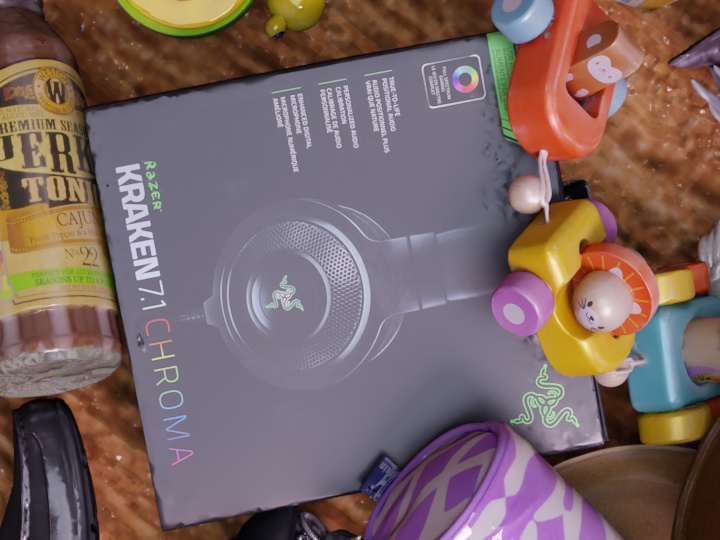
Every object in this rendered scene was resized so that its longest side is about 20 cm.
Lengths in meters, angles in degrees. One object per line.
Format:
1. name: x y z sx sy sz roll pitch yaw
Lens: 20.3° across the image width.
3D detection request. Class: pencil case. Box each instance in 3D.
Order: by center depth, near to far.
1. pencil case: 0.086 0.146 0.780 0.200 0.084 0.086 43 68 -13

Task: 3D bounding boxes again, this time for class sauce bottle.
1. sauce bottle: -0.142 -0.052 0.827 0.064 0.065 0.202 -12 76 -1

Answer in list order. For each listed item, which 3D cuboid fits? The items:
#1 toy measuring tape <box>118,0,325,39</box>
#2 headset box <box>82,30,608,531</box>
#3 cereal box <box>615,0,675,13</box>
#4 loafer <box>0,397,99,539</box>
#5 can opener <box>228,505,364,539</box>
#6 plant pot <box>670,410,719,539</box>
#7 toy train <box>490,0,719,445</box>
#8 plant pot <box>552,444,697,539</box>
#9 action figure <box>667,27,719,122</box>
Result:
1. toy measuring tape: -0.105 -0.151 0.841 0.199 0.074 0.074 32 92 -3
2. headset box: 0.000 0.000 0.840 0.198 0.093 0.176 -10 94 -2
3. cereal box: 0.042 -0.156 0.808 0.198 0.144 0.040 19 93 -4
4. loafer: -0.146 0.155 0.856 0.070 0.068 0.203 1 97 -10
5. can opener: -0.023 0.155 0.800 0.063 0.200 0.079 34 101 -19
6. plant pot: 0.227 0.120 0.772 0.198 0.186 0.188 22 92 -11
7. toy train: 0.117 -0.020 0.796 0.200 0.055 0.151 43 54 -38
8. plant pot: 0.114 0.173 0.848 0.198 0.027 0.202 0 92 -14
9. action figure: 0.214 -0.022 0.834 0.069 0.130 0.201 -32 94 -41
